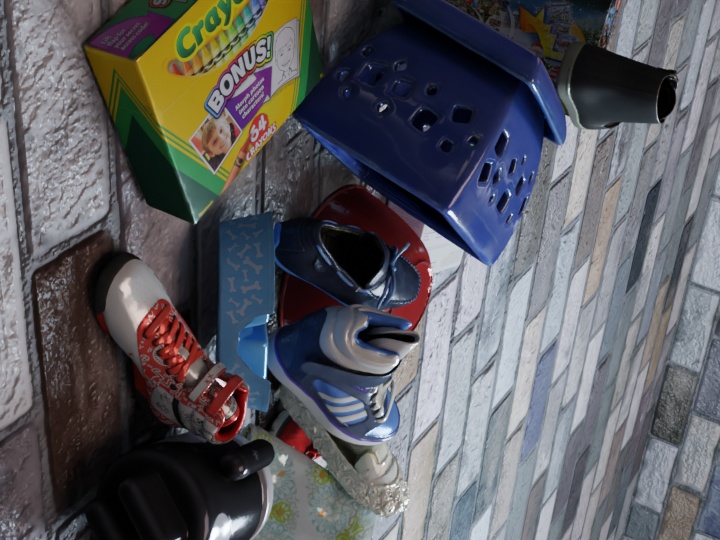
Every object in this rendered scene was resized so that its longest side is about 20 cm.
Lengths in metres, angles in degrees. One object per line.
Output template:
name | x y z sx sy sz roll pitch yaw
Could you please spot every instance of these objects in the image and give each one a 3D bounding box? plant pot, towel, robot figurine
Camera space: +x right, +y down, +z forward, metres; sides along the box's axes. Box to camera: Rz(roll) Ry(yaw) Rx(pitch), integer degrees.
plant pot | 0.085 -0.147 1.190 0.180 0.200 0.200 -55 155 0
towel | -0.075 0.279 1.267 0.200 0.048 0.172 37 53 -24
robot figurine | -0.163 0.211 1.098 0.200 0.150 0.125 -7 103 -66

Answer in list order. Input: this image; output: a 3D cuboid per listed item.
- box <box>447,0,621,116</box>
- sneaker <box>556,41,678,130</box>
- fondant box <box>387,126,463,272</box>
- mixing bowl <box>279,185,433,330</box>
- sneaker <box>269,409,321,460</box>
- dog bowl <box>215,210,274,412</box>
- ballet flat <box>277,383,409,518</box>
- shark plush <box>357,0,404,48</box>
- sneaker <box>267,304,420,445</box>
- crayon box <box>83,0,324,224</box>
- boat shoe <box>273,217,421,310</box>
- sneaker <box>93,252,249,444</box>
box | 0.168 -0.259 1.308 0.038 0.199 0.137 -11 120 -64
sneaker | 0.272 -0.170 1.220 0.200 0.106 0.075 7 104 -67
fondant box | 0.093 -0.098 1.455 0.144 0.058 0.201 -15 123 -60
mixing bowl | 0.011 0.018 1.321 0.200 0.108 0.201 -46 148 -40
sneaker | -0.042 0.181 1.369 0.200 0.085 0.077 -53 150 -31
dog bowl | -0.109 0.040 1.111 0.112 0.049 0.201 -103 -165 -57
ballet flat | -0.012 0.185 1.306 0.072 0.200 0.072 -43 178 -2
shark plush | 0.036 -0.297 1.218 0.083 0.091 0.200 25 108 -46
sneaker | 0.015 0.106 1.201 0.200 0.146 0.081 42 47 -33
crayon box | -0.116 -0.169 0.970 0.200 0.058 0.173 -53 151 -30
boat shoe | 0.000 0.000 1.166 0.200 0.068 0.084 13 74 -48
sneaker | -0.153 0.071 1.028 0.067 0.108 0.202 -51 150 -33
